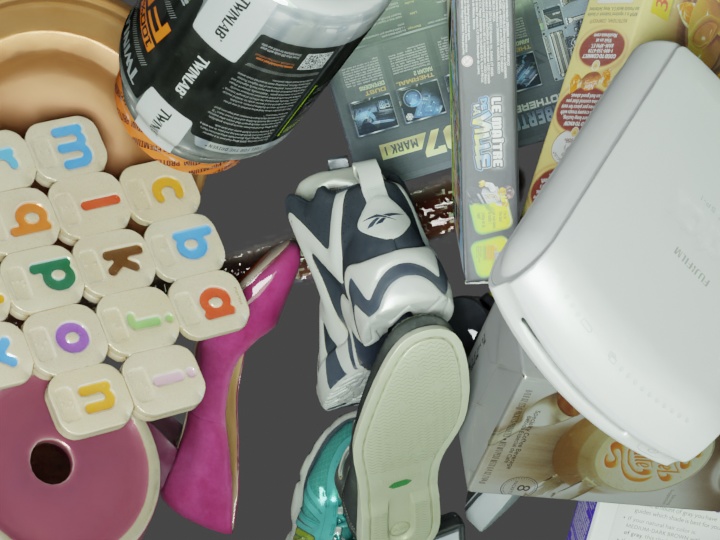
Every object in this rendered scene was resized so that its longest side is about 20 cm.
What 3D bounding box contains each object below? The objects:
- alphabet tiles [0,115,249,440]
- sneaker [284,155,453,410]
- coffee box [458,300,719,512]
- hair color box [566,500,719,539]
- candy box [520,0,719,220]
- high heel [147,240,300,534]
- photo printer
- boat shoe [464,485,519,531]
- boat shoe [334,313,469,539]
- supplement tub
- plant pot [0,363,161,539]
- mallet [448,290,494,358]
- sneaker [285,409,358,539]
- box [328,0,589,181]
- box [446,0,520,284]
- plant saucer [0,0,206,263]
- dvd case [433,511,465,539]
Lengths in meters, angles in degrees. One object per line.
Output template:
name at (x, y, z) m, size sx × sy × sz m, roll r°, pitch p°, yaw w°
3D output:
alphabet tiles at (-0.171, 0.003, 1.621) m, size 0.194 × 0.015 × 0.201 m, roll -14°, pitch 70°, yaw -30°
sneaker at (0.000, 0.000, 1.673) m, size 0.079 × 0.199 × 0.130 m, roll -13°, pitch 70°, yaw -8°
coffee box at (0.168, 0.076, 1.621) m, size 0.198 × 0.080 × 0.115 m, roll 5°, pitch 139°, yaw -15°
hair color box at (0.208, 0.124, 1.751) m, size 0.108 × 0.065 × 0.201 m, roll 13°, pitch 108°, yaw -6°
candy box at (0.179, -0.101, 1.624) m, size 0.115 × 0.055 × 0.201 m, roll 25°, pitch 80°, yaw -36°
high heel at (-0.071, 0.075, 1.730) m, size 0.096 × 0.067 × 0.200 m, roll 37°, pitch 118°, yaw -1°
photo printer at (0.169, -0.004, 1.525) m, size 0.166 × 0.069 × 0.200 m, roll 45°, pitch 61°, yaw -18°
boat shoe at (0.107, 0.078, 1.727) m, size 0.068 × 0.074 × 0.200 m, roll 37°, pitch 125°, yaw 11°
boat shoe at (0.019, 0.093, 1.639) m, size 0.071 × 0.068 × 0.201 m, roll -10°, pitch 139°, yaw -17°
supplement tub at (-0.067, -0.146, 1.587) m, size 0.122 × 0.123 × 0.200 m, roll 30°, pitch 142°, yaw -9°
plant pot at (-0.211, 0.145, 1.650) m, size 0.199 × 0.179 × 0.202 m, roll 10°, pitch 66°, yaw -23°
mallet at (0.118, -0.021, 1.704) m, size 0.041 × 0.066 × 0.200 m, roll 43°, pitch 101°, yaw 11°
sneaker at (-0.017, 0.188, 1.760) m, size 0.077 × 0.080 × 0.201 m, roll 19°, pitch 105°, yaw -6°
box at (0.072, -0.151, 1.670) m, size 0.199 × 0.051 × 0.159 m, roll -16°, pitch 108°, yaw 5°
box at (0.072, -0.106, 1.600) m, size 0.034 × 0.110 × 0.202 m, roll -3°, pitch 111°, yaw -1°
plant saucer at (-0.194, -0.078, 1.699) m, size 0.198 × 0.037 × 0.202 m, roll 0°, pitch 107°, yaw -1°
dvd case at (0.007, 0.258, 1.759) m, size 0.142 × 0.018 × 0.201 m, roll -18°, pitch 126°, yaw -18°
